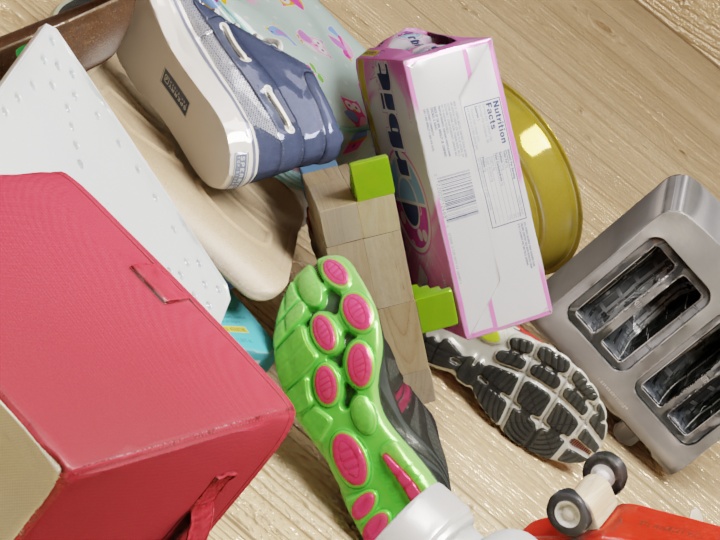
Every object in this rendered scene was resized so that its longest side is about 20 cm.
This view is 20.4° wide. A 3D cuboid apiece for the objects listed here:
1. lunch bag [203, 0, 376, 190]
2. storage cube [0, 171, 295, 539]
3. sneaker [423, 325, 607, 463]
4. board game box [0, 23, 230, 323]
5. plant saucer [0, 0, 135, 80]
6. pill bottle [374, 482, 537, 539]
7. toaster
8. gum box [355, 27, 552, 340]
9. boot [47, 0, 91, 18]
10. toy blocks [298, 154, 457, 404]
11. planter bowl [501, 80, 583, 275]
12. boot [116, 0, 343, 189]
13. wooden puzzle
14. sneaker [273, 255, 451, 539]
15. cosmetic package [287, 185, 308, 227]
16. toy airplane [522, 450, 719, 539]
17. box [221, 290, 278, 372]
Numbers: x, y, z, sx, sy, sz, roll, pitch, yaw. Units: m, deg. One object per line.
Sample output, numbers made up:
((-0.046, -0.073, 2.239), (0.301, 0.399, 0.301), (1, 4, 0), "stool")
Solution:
((-0.069, -0.150, 1.439), (0.200, 0.077, 0.160), (46, 25, 10), "lunch bag")
((-0.170, 0.076, 0.885), (0.200, 0.171, 0.179), (45, 22, 18), "storage cube")
((0.109, 0.064, 1.518), (0.200, 0.077, 0.085), (40, 15, 5), "sneaker")
((-0.152, -0.010, 1.092), (0.201, 0.026, 0.200), (57, 24, -22), "board game box")
((-0.226, -0.124, 1.246), (0.200, 0.199, 0.037), (-58, 128, -70), "plant saucer")
((0.088, 0.215, 1.099), (0.200, 0.113, 0.113), (42, 21, 14), "pill bottle")
((0.259, 0.040, 1.616), (0.181, 0.200, 0.119), (47, 20, -5), "toaster")
((0.059, -0.064, 1.349), (0.066, 0.201, 0.113), (-16, 11, -15), "gum box")
((-0.158, -0.173, 1.605), (0.199, 0.144, 0.073), (-3, 77, -16), "boot")
((0.000, 0.000, 1.352), (0.137, 0.099, 0.201), (-115, -168, -66), "toy blocks")
((0.084, -0.064, 1.669), (0.083, 0.201, 0.200), (-34, 68, -31), "planter bowl")
((-0.093, -0.136, 1.304), (0.090, 0.073, 0.201), (-12, 59, -33), "boot")
((-0.121, -0.061, 1.308), (0.185, 0.046, 0.200), (42, 14, -8), "wooden puzzle")
((0.003, 0.089, 1.251), (0.084, 0.076, 0.201), (7, 63, -79), "sneaker")
((-0.108, -0.108, 1.511), (0.199, 0.090, 0.107), (17, 29, -50), "cosmetic package")
((0.217, 0.210, 1.285), (0.199, 0.142, 0.199), (-6, 22, -15), "toy airplane")
((-0.142, 0.000, 1.270), (0.200, 0.049, 0.082), (48, 23, 26), "box")
